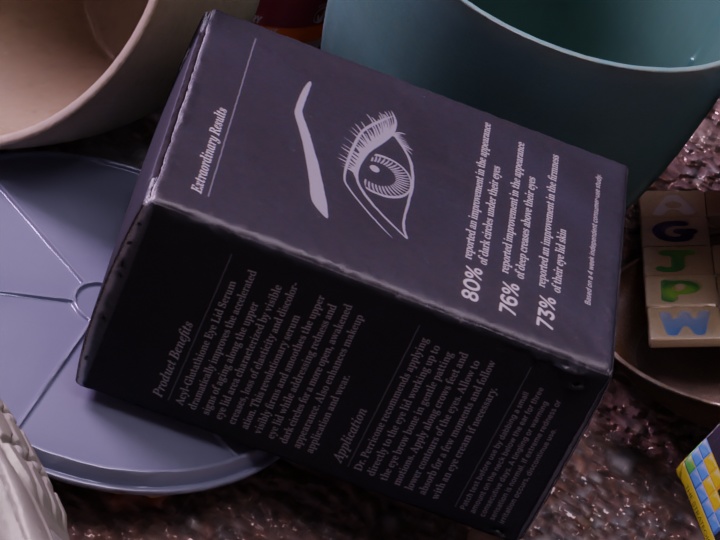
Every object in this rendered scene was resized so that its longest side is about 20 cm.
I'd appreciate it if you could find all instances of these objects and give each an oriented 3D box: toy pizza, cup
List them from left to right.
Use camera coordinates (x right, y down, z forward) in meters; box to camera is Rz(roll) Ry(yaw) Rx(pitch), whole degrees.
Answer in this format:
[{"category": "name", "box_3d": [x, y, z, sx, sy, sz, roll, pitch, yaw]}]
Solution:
[{"category": "cup", "box_3d": [-0.123, -0.146, 1.159, 0.200, 0.200, 0.143, 48, 20, 26]}, {"category": "toy pizza", "box_3d": [-0.113, 0.024, 1.075, 0.200, 0.032, 0.200, 15, 39, -13]}]

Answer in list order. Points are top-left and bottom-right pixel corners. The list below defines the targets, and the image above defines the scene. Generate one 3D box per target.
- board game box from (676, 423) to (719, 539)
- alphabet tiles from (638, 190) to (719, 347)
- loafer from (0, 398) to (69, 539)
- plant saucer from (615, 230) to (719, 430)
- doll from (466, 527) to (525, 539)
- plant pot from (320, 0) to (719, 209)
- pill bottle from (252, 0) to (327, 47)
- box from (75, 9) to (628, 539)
[{"category": "board game box", "box_3d": [0.246, 0.125, 1.000, 0.200, 0.057, 0.166, -7, 63, -26]}, {"category": "alphabet tiles", "box_3d": [0.235, -0.005, 1.212, 0.200, 0.008, 0.167, -2, 25, 5]}, {"category": "loafer", "box_3d": [-0.139, 0.110, 0.929, 0.070, 0.070, 0.200, -28, 57, 0]}, {"category": "plant saucer", "box_3d": [0.209, 0.032, 1.181, 0.200, 0.032, 0.200, -4, 25, 2]}, {"category": "doll", "box_3d": [0.066, 0.151, 1.011, 0.200, 0.049, 0.137, 4, 34, -24]}, {"category": "plant pot", "box_3d": [0.070, -0.101, 1.206, 0.200, 0.161, 0.201, 15, 40, -13]}, {"category": "pill bottle", "box_3d": [-0.031, -0.212, 1.246, 0.109, 0.200, 0.110, 15, 39, -12]}, {"category": "box", "box_3d": [0.000, 0.000, 1.053, 0.200, 0.104, 0.148, 21, 37, -5]}]
